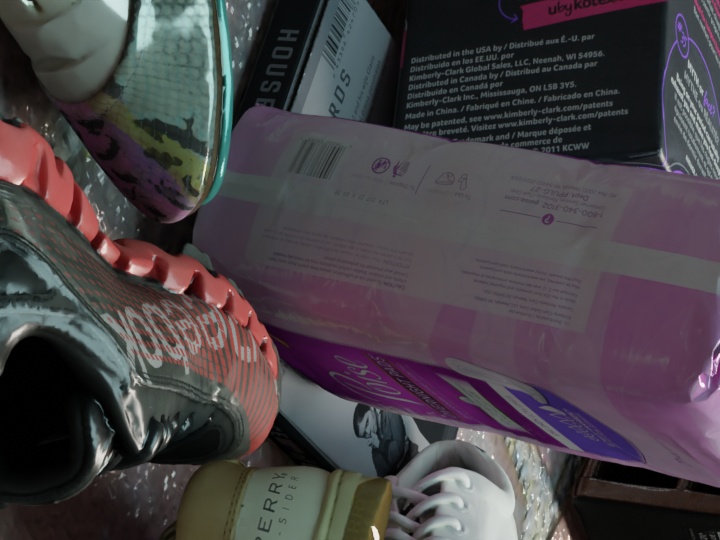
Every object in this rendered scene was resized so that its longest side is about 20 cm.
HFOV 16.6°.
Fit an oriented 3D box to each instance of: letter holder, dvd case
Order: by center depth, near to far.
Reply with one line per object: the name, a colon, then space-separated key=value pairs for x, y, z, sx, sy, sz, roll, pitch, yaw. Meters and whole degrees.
dvd case: x=0.000 y=0.000 z=0.921 sx=0.200 sy=0.025 sz=0.151 roll=49 pitch=53 yaw=-54
letter holder: x=0.194 y=0.119 z=1.225 sx=0.143 sy=0.100 sz=0.201 roll=-66 pitch=148 yaw=-34

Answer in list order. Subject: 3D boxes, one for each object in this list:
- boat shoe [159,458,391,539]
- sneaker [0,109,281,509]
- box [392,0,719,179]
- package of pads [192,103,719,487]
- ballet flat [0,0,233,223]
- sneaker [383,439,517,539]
boat shoe: x=-0.038 y=0.104 z=0.791 sx=0.200 sy=0.066 sz=0.074 roll=111 pitch=-4 yaw=-62
sneaker: x=-0.080 y=0.030 z=0.698 sx=0.200 sy=0.070 sz=0.099 roll=41 pitch=32 yaw=-56
box: x=0.085 y=-0.094 z=0.942 sx=0.122 sy=0.105 sz=0.201 roll=53 pitch=38 yaw=-53
package of pads: x=0.054 y=0.010 z=0.790 sx=0.120 sy=0.199 sz=0.076 roll=42 pitch=65 yaw=-53
ballet flat: x=-0.078 y=-0.114 z=0.714 sx=0.071 sy=0.069 sz=0.202 roll=-3 pitch=95 yaw=-44
sneaker: x=0.020 y=0.107 z=0.862 sx=0.200 sy=0.072 sz=0.071 roll=-70 pitch=151 yaw=-82
